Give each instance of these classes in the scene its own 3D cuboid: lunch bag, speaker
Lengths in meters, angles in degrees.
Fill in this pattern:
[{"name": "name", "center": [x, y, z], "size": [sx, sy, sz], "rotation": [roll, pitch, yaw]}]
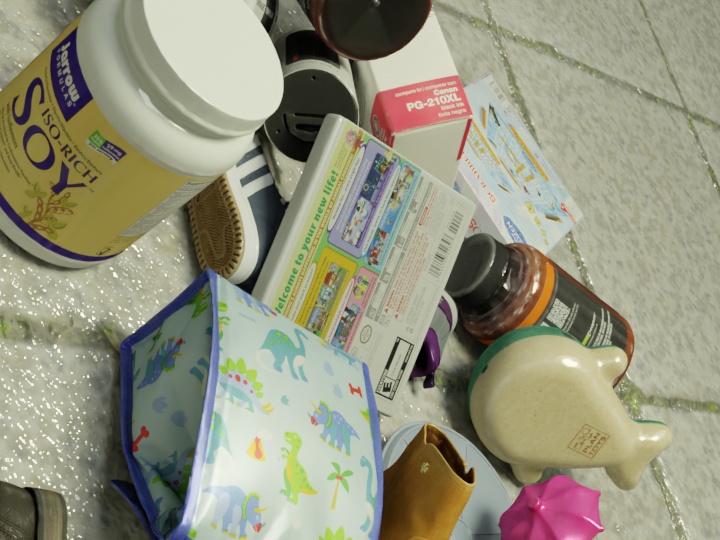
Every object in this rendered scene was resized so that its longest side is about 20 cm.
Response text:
[{"name": "lunch bag", "center": [-0.074, 0.131, 0.966], "size": [0.170, 0.127, 0.201], "rotation": [30, 32, -35]}, {"name": "speaker", "center": [-0.044, -0.156, 1.219], "size": [0.081, 0.081, 0.200], "rotation": [46, 12, -16]}]

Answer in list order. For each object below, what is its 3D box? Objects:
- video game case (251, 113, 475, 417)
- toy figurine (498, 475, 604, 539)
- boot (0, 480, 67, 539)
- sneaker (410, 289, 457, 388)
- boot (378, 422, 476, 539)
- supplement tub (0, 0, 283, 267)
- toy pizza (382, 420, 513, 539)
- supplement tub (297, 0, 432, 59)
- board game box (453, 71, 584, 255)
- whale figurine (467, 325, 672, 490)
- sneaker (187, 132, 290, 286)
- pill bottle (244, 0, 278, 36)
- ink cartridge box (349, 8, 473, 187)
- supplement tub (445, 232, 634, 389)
[{"name": "video game case", "center": [0.000, 0.000, 1.151], "size": [0.182, 0.022, 0.201], "rotation": [29, 81, -41]}, {"name": "toy figurine", "center": [0.185, 0.259, 1.163], "size": [0.200, 0.149, 0.185], "rotation": [18, 48, -83]}, {"name": "boot", "center": [-0.250, 0.174, 0.768], "size": [0.173, 0.069, 0.201], "rotation": [27, 36, -34]}, {"name": "sneaker", "center": [0.012, 0.019, 1.221], "size": [0.200, 0.074, 0.088], "rotation": [39, 42, -27]}, {"name": "boot", "center": [0.033, 0.203, 0.978], "size": [0.070, 0.144, 0.202], "rotation": [28, 21, -23]}, {"name": "supplement tub", "center": [-0.164, -0.106, 0.978], "size": [0.145, 0.200, 0.146], "rotation": [32, 40, -32]}, {"name": "toy pizza", "center": [0.073, 0.223, 1.161], "size": [0.200, 0.032, 0.201], "rotation": [33, 43, -37]}, {"name": "supplement tub", "center": [-0.018, -0.274, 1.209], "size": [0.107, 0.107, 0.200], "rotation": [26, 24, -38]}, {"name": "board game box", "center": [0.146, -0.103, 1.518], "size": [0.201, 0.041, 0.199], "rotation": [56, 33, -2]}, {"name": "whale figurine", "center": [0.191, 0.127, 1.300], "size": [0.199, 0.160, 0.104], "rotation": [27, 19, -20]}, {"name": "sneaker", "center": [-0.089, -0.072, 1.165], "size": [0.108, 0.070, 0.201], "rotation": [17, 54, -43]}, {"name": "pill bottle", "center": [-0.124, -0.228, 1.172], "size": [0.107, 0.106, 0.200], "rotation": [56, 5, -1]}, {"name": "ink cartridge box", "center": [0.031, -0.186, 1.337], "size": [0.084, 0.145, 0.201], "rotation": [-13, 67, -11]}, {"name": "supplement tub", "center": [0.171, 0.043, 1.371], "size": [0.200, 0.107, 0.107], "rotation": [36, 39, -29]}]
